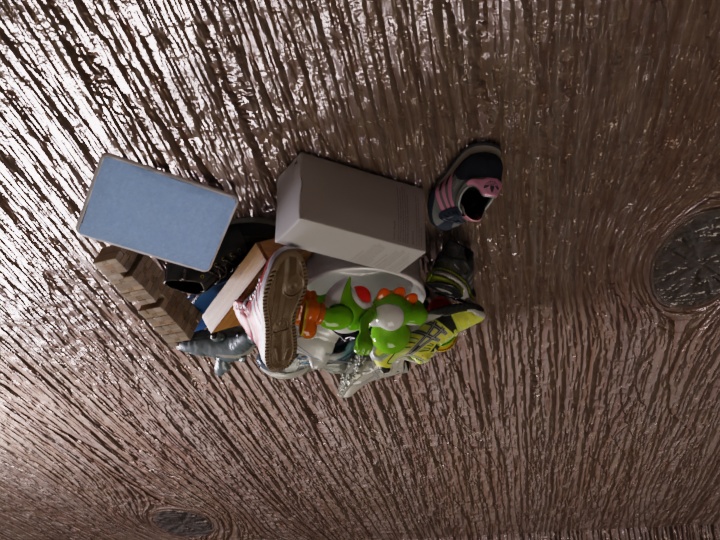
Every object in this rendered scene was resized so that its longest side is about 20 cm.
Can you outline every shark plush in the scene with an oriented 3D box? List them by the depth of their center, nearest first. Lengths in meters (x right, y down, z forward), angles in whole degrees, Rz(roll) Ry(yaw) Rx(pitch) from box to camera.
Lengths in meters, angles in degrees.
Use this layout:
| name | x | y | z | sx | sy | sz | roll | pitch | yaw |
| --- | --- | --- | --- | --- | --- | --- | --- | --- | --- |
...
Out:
| name | x | y | z | sx | sy | sz | roll | pitch | yaw |
| --- | --- | --- | --- | --- | --- | --- | --- | --- | --- |
| shark plush | -0.214 | 0.120 | 1.642 | 0.083 | 0.092 | 0.199 | 24 | 166 | -36 |

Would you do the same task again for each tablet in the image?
| name | x | y | z | sx | sy | sz | roll | pitch | yaw |
| --- | --- | --- | --- | --- | --- | --- | --- | --- | --- |
| tablet | -0.282 | -0.079 | 1.431 | 0.198 | 0.014 | 0.131 | 17 | 115 | -21 |

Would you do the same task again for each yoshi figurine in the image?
| name | x | y | z | sx | sy | sz | roll | pitch | yaw |
| --- | --- | --- | --- | --- | --- | --- | --- | --- | --- |
| yoshi figurine | 0.000 | 0.082 | 1.523 | 0.198 | 0.113 | 0.112 | 3 | 157 | -17 |

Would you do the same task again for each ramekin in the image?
| name | x | y | z | sx | sy | sz | roll | pitch | yaw |
| --- | --- | --- | --- | --- | --- | --- | --- | --- | --- |
| ramekin | 0.000 | 0.000 | 1.585 | 0.198 | 0.099 | 0.201 | 0 | 153 | 0 |

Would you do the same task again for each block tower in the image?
| name | x | y | z | sx | sy | sz | roll | pitch | yaw |
| --- | --- | --- | --- | --- | --- | --- | --- | --- | --- |
| block tower | -0.329 | 0.034 | 1.617 | 0.057 | 0.054 | 0.200 | -10 | 132 | 34 |

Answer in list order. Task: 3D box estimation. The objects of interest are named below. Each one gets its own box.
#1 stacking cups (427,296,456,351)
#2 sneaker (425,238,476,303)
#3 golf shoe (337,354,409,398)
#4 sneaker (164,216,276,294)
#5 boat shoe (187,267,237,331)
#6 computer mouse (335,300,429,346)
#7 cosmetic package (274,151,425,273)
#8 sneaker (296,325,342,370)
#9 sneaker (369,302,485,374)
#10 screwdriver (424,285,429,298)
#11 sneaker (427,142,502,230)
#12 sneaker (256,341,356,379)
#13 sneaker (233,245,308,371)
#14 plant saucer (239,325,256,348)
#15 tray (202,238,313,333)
| name | x | y | z | sx | sy | sz | roll | pitch | yaw |
| --- | --- | --- | --- | --- | --- | --- | --- | --- | --- |
| stacking cups | 0.140 | 0.093 | 1.765 | 0.060 | 0.061 | 0.200 | -2 | 165 | 3 |
| sneaker | 0.155 | 0.004 | 1.626 | 0.073 | 0.082 | 0.200 | 19 | 176 | 11 |
| golf shoe | 0.038 | 0.173 | 1.853 | 0.097 | 0.079 | 0.200 | 33 | 118 | -14 |
| sneaker | -0.194 | -0.017 | 1.536 | 0.198 | 0.107 | 0.075 | -1 | 153 | 0 |
| boat shoe | -0.244 | 0.033 | 1.680 | 0.084 | 0.069 | 0.199 | 31 | 139 | -33 |
| computer mouse | 0.025 | 0.102 | 1.745 | 0.140 | 0.046 | 0.199 | -13 | -175 | 39 |
| cosmetic package | -0.013 | -0.077 | 1.425 | 0.198 | 0.109 | 0.085 | 15 | 151 | -24 |
| sneaker | -0.130 | 0.098 | 1.675 | 0.199 | 0.088 | 0.074 | 21 | -177 | 23 |
| sneaker | 0.106 | 0.105 | 1.621 | 0.198 | 0.077 | 0.075 | -18 | 170 | -6 |
| screwdriver | 0.065 | 0.046 | 1.704 | 0.029 | 0.028 | 0.200 | 19 | 167 | -16 |
| sneaker | 0.141 | -0.093 | 1.425 | 0.069 | 0.083 | 0.200 | 5 | 152 | -12 |
| sneaker | -0.096 | 0.144 | 1.909 | 0.198 | 0.078 | 0.087 | -5 | 142 | -7 |
| sneaker | -0.131 | 0.034 | 1.465 | 0.071 | 0.113 | 0.201 | -9 | 126 | -27 |
| plant saucer | -0.164 | 0.112 | 1.799 | 0.198 | 0.036 | 0.200 | -6 | 179 | 0 |
| tray | -0.154 | 0.020 | 1.548 | 0.098 | 0.037 | 0.200 | -16 | 156 | -43 |
